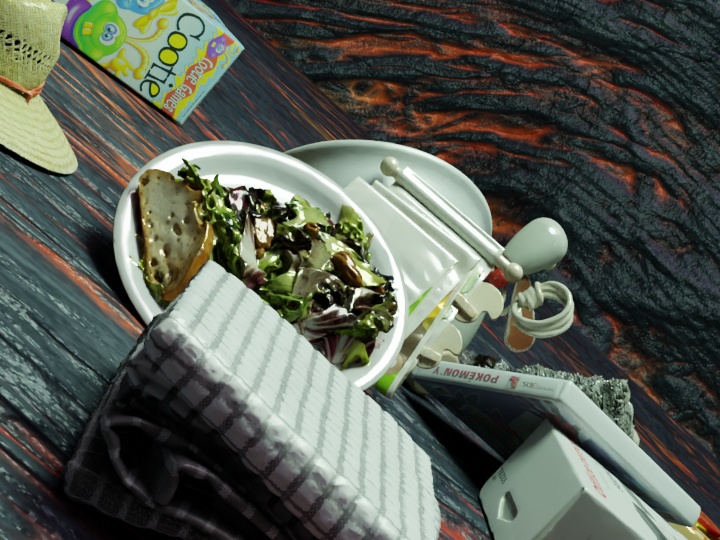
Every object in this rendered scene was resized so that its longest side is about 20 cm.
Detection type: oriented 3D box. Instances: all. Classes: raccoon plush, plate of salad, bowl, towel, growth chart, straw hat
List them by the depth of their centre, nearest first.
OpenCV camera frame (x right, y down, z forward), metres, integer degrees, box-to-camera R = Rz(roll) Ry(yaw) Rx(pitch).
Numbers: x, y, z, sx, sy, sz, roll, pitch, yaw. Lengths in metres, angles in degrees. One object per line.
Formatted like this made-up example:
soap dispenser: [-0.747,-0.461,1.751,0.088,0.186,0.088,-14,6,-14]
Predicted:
towel: [-0.043,0.088,0.652,0.165,0.086,0.200,43,7,-7]
plate of salad: [-0.055,-0.008,0.889,0.198,0.048,0.202,17,47,-19]
growth chart: [0.003,0.014,0.952,0.145,0.199,0.018,48,-24,11]
straw hat: [-0.240,-0.159,0.956,0.201,0.085,0.201,41,8,-7]
bowl: [0.000,0.000,1.067,0.200,0.200,0.091,35,45,-38]
raccoon plush: [0.154,0.123,1.285,0.197,0.098,0.134,11,-11,4]

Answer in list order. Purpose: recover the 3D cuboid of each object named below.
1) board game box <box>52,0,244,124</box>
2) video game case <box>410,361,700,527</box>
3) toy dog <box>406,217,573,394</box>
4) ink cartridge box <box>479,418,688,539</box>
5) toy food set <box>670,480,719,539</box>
board game box: [-0.230,-0.253,1.413,0.199,0.103,0.105,35,10,-39]
video game case: [0.160,0.142,1.192,0.200,0.023,0.181,43,-22,-31]
toy dog: [0.103,0.043,1.289,0.097,0.198,0.133,57,18,-52]
ink cartridge box: [0.195,0.221,1.064,0.199,0.084,0.145,40,8,-12]
toy food set: [0.353,0.282,1.616,0.199,0.049,0.198,33,13,-48]
